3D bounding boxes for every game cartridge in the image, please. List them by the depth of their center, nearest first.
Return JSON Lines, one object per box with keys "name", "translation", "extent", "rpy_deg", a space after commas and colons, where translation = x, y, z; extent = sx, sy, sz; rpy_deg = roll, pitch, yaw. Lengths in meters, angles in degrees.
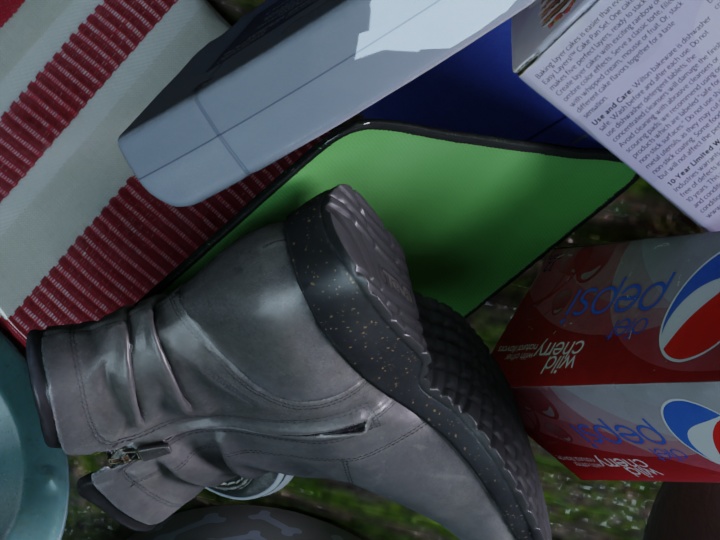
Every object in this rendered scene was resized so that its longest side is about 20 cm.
{"name": "game cartridge", "translation": [0.015, -0.093, 0.876], "extent": [0.199, 0.133, 0.041], "rpy_deg": [-30, 99, 26]}

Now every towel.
{"name": "towel", "translation": [-0.109, -0.053, 0.975], "extent": [0.200, 0.023, 0.144], "rpy_deg": [44, 75, -14]}

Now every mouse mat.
{"name": "mouse mat", "translation": [0.000, 0.000, 0.948], "extent": [0.161, 0.200, 0.008], "rpy_deg": [-40, 65, 27]}

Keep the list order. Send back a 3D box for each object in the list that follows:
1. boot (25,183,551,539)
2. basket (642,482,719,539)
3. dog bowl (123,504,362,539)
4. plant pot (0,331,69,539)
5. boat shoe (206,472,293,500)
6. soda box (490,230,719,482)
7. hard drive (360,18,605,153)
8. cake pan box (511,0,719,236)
{"name": "boot", "translation": [-0.022, 0.057, 0.914], "extent": [0.131, 0.070, 0.200], "rpy_deg": [-25, 131, 14]}
{"name": "basket", "translation": [0.163, 0.168, 0.983], "extent": [0.135, 0.200, 0.181], "rpy_deg": [15, 122, 4]}
{"name": "dog bowl", "translation": [-0.046, 0.187, 1.121], "extent": [0.199, 0.059, 0.201], "rpy_deg": [6, 120, 10]}
{"name": "plant pot", "translation": [-0.208, 0.095, 0.989], "extent": [0.200, 0.200, 0.188], "rpy_deg": [42, 141, -12]}
{"name": "boat shoe", "translation": [-0.098, 0.022, 1.032], "extent": [0.072, 0.071, 0.200], "rpy_deg": [-32, 108, 26]}
{"name": "soda box", "translation": [0.124, 0.031, 0.926], "extent": [0.063, 0.070, 0.200], "rpy_deg": [38, 161, -20]}
{"name": "hard drive", "translation": [0.028, -0.123, 0.950], "extent": [0.132, 0.025, 0.200], "rpy_deg": [-31, 109, 25]}
{"name": "cake pan box", "translation": [0.181, -0.088, 0.901], "extent": [0.184, 0.052, 0.200], "rpy_deg": [34, 118, -22]}
